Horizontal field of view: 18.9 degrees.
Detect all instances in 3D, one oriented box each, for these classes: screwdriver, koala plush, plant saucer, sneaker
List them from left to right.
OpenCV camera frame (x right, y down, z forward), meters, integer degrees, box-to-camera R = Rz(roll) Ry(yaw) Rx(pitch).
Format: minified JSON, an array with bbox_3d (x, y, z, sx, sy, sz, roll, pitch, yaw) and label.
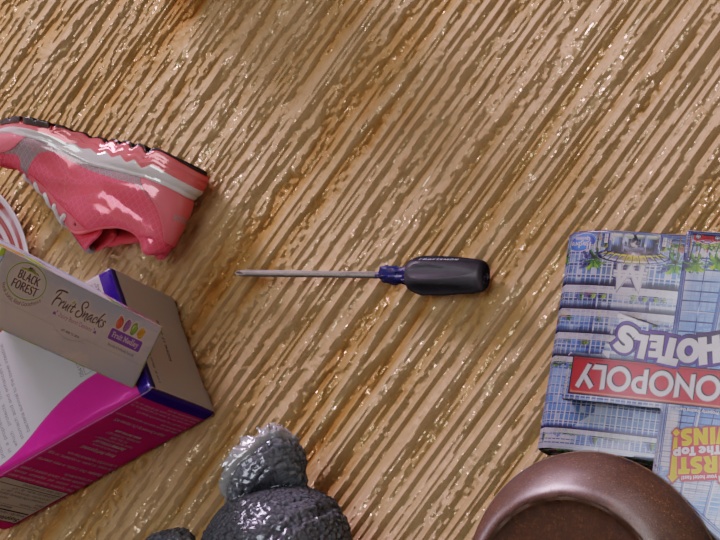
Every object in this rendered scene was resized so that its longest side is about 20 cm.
[{"bbox_3d":[-0.213,-0.060,1.643,0.199,0.074,0.087,14,84,28],"label":"sneaker"},{"bbox_3d":[-0.087,0.217,1.464,0.199,0.184,0.178,-33,64,2],"label":"koala plush"},{"bbox_3d":[0.000,0.000,1.548,0.199,0.028,0.029,4,48,28],"label":"screwdriver"},{"bbox_3d":[0.141,0.217,1.384,0.199,0.034,0.202,0,91,38],"label":"plant saucer"}]

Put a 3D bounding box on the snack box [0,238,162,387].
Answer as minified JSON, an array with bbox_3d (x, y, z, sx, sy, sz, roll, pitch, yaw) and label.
[{"bbox_3d":[-0.241,0.008,1.451,0.142,0.200,0.053,24,86,30],"label":"snack box"}]

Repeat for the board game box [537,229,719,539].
[{"bbox_3d":[0.209,0.077,1.404,0.199,0.062,0.201,4,78,27],"label":"board game box"}]

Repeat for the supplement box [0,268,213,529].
[{"bbox_3d":[-0.224,0.098,1.590,0.199,0.103,0.102,-28,66,15],"label":"supplement box"}]

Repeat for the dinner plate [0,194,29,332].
[{"bbox_3d":[-0.340,0.021,1.712,0.199,0.024,0.202,-7,75,25],"label":"dinner plate"}]
